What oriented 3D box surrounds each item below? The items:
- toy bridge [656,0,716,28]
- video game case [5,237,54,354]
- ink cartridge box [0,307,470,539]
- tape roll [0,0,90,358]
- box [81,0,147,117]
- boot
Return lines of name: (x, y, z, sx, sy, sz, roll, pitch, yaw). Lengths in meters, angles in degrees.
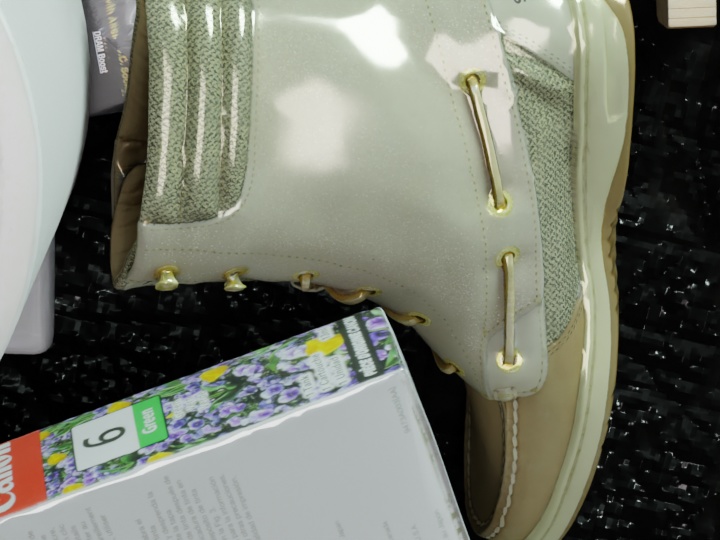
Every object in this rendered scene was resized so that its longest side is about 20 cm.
toy bridge: (0.103, -0.111, 0.760, 0.200, 0.027, 0.067, -3, 103, -1)
video game case: (-0.182, -0.075, 0.714, 0.181, 0.023, 0.200, 2, 105, -2)
ink cartridge box: (-0.067, 0.097, 0.704, 0.200, 0.050, 0.109, -20, 115, -1)
tape roll: (-0.177, -0.040, 0.640, 0.202, 0.139, 0.203, 0, 106, -1)
box: (-0.131, -0.141, 0.735, 0.157, 0.050, 0.200, -10, 104, 0)
boot: (0.000, 0.000, 0.737, 0.154, 0.072, 0.200, -5, 116, -14)
